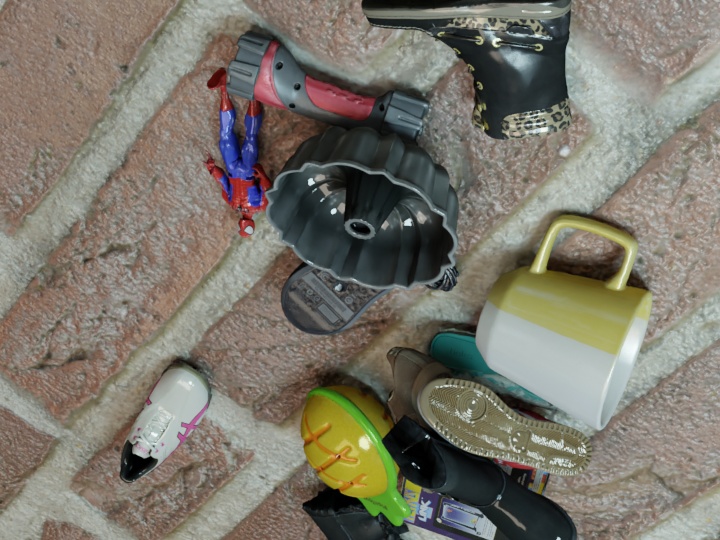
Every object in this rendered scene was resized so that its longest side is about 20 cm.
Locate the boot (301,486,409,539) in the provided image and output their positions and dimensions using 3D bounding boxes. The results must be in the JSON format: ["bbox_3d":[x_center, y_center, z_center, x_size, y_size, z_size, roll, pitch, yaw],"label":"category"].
[{"bbox_3d":[-0.023,0.349,2.013,0.197,0.074,0.163,-16,124,25],"label":"boot"}]

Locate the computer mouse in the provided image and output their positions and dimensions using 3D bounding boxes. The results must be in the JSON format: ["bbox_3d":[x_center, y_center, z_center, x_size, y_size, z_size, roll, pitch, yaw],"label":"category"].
[{"bbox_3d":[0.000,0.000,1.716,0.200,0.053,0.139,-33,110,27],"label":"computer mouse"}]

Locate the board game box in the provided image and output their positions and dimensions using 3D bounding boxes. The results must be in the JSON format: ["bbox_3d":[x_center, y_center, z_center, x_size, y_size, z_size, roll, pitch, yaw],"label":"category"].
[{"bbox_3d":[0.137,0.240,1.858,0.165,0.057,0.201,19,134,10],"label":"board game box"}]

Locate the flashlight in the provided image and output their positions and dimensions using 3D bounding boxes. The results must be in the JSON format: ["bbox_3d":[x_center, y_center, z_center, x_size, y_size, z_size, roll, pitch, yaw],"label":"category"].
[{"bbox_3d":[-0.031,-0.178,1.563,0.199,0.068,0.068,18,167,4],"label":"flashlight"}]

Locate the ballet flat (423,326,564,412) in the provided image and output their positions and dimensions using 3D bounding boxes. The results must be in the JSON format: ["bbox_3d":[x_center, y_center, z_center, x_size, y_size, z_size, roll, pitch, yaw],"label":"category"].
[{"bbox_3d":[0.168,0.109,1.734,0.199,0.072,0.072,17,134,12],"label":"ballet flat"}]

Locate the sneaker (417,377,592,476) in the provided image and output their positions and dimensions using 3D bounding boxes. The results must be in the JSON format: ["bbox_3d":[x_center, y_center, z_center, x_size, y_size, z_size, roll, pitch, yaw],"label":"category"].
[{"bbox_3d":[0.140,0.167,1.690,0.199,0.072,0.112,23,174,-14],"label":"sneaker"}]

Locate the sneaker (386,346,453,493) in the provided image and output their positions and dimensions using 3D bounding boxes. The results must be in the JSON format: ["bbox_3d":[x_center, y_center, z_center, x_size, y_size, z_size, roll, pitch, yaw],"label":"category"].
[{"bbox_3d":[0.070,0.161,1.751,0.075,0.070,0.201,37,146,35],"label":"sneaker"}]

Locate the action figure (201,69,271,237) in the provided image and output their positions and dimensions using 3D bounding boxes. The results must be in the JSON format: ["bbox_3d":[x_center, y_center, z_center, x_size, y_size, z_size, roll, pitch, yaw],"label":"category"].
[{"bbox_3d":[-0.128,-0.115,1.671,0.065,0.052,0.201,8,134,13],"label":"action figure"}]

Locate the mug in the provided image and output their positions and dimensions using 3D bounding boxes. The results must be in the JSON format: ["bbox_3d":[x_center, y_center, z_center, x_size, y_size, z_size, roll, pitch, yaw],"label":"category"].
[{"bbox_3d":[0.211,0.051,1.628,0.153,0.187,0.149,20,168,18],"label":"mug"}]

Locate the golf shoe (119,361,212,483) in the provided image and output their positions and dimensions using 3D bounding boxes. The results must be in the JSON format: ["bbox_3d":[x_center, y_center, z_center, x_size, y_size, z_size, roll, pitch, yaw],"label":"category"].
[{"bbox_3d":[-0.244,0.194,1.962,0.072,0.092,0.200,30,133,-2],"label":"golf shoe"}]

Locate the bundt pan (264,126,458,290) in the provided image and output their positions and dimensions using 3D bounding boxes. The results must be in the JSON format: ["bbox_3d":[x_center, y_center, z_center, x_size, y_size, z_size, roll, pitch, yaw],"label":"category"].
[{"bbox_3d":[0.010,-0.069,1.570,0.201,0.076,0.202,13,146,9],"label":"bundt pan"}]

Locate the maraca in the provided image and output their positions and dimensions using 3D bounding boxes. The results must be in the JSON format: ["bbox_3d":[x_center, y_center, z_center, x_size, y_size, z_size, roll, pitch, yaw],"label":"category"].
[{"bbox_3d":[-0.003,0.219,1.859,0.137,0.107,0.201,18,138,52],"label":"maraca"}]

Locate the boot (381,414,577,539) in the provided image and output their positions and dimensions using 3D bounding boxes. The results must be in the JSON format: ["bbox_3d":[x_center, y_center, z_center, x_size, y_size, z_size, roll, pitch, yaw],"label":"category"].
[{"bbox_3d":[0.128,0.233,1.673,0.165,0.066,0.200,31,176,36],"label":"boot"}]

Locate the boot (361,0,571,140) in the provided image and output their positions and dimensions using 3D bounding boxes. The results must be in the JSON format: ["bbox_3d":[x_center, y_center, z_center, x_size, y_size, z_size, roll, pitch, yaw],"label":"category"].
[{"bbox_3d":[0.106,-0.201,1.476,0.199,0.073,0.151,1,129,17],"label":"boot"}]
